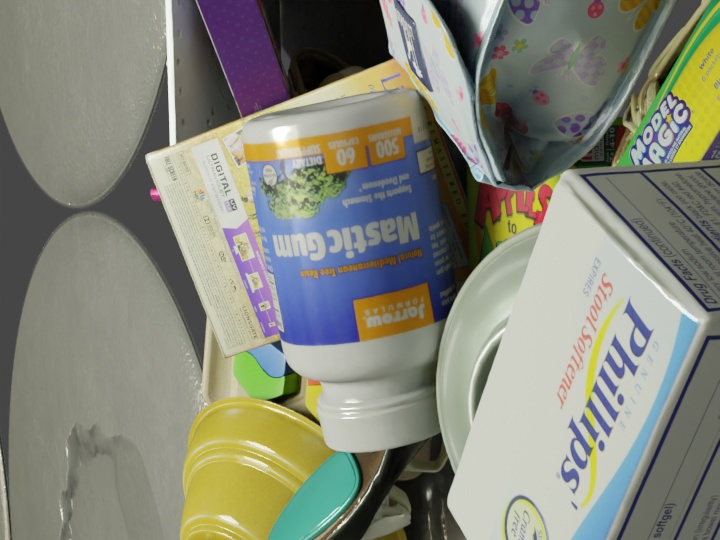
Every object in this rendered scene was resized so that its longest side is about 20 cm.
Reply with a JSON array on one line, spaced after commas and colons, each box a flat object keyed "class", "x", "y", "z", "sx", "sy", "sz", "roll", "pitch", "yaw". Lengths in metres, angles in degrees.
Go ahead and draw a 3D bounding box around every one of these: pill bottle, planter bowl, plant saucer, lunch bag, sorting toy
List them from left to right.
[{"class": "planter bowl", "x": -0.069, "y": 0.197, "z": 1.163, "sx": 0.199, "sy": 0.083, "sz": 0.202, "roll": 22, "pitch": 134, "yaw": 25}, {"class": "sorting toy", "x": -0.032, "y": 0.036, "z": 1.135, "sx": 0.198, "sy": 0.036, "sz": 0.187, "roll": 15, "pitch": 106, "yaw": 35}, {"class": "pill bottle", "x": 0.000, "y": 0.000, "z": 0.962, "sx": 0.112, "sy": 0.111, "sz": 0.202, "roll": 5, "pitch": 109, "yaw": 62}, {"class": "lunch bag", "x": 0.079, "y": -0.164, "z": 0.859, "sx": 0.201, "sy": 0.126, "sz": 0.170, "roll": -68, "pitch": 29, "yaw": 30}, {"class": "plant saucer", "x": 0.113, "y": 0.073, "z": 0.860, "sx": 0.198, "sy": 0.050, "sz": 0.203, "roll": 4, "pitch": 96, "yaw": 37}]

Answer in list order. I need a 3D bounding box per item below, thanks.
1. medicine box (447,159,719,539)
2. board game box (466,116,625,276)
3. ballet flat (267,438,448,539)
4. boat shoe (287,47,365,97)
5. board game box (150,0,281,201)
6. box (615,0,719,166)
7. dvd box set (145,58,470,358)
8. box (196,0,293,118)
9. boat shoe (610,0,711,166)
[{"class": "medicine box", "x": 0.161, "y": 0.054, "z": 0.683, "sx": 0.103, "sy": 0.198, "sz": 0.184, "roll": 54, "pitch": 139, "yaw": 44}, {"class": "board game box", "x": 0.109, "y": 0.014, "z": 0.941, "sx": 0.101, "sy": 0.047, "sz": 0.203, "roll": 6, "pitch": 99, "yaw": 62}, {"class": "ballet flat", "x": 0.016, "y": 0.131, "z": 1.060, "sx": 0.201, "sy": 0.068, "sz": 0.068, "roll": -54, "pitch": 21, "yaw": 19}, {"class": "boat shoe", "x": -0.008, "y": -0.108, "z": 1.117, "sx": 0.200, "sy": 0.073, "sz": 0.067, "roll": 34, "pitch": 129, "yaw": 56}, {"class": "board game box", "x": -0.107, "y": -0.154, "z": 1.204, "sx": 0.026, "sy": 0.200, "sz": 0.203, "roll": 1, "pitch": 97, "yaw": 19}, {"class": "box", "x": 0.179, "y": -0.057, "z": 0.723, "sx": 0.049, "sy": 0.116, "sz": 0.201, "roll": 64, "pitch": 145, "yaw": 32}, {"class": "dvd box set", "x": -0.026, "y": -0.041, "z": 1.039, "sx": 0.198, "sy": 0.029, "sz": 0.148, "roll": -19, "pitch": 98, "yaw": 21}, {"class": "box", "x": -0.086, "y": -0.181, "z": 1.061, "sx": 0.201, "sy": 0.039, "sz": 0.138, "roll": 71, "pitch": 180, "yaw": -53}, {"class": "boat shoe", "x": 0.169, "y": -0.089, "z": 0.794, "sx": 0.201, "sy": 0.062, "sz": 0.074, "roll": -53, "pitch": 49, "yaw": 52}]
